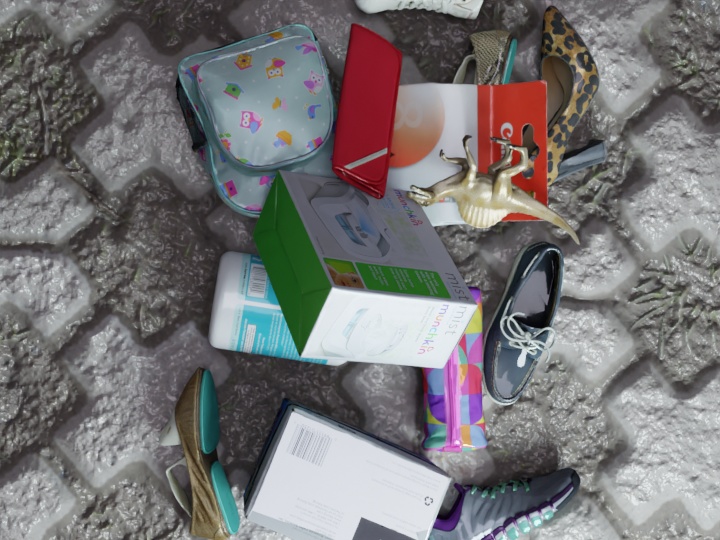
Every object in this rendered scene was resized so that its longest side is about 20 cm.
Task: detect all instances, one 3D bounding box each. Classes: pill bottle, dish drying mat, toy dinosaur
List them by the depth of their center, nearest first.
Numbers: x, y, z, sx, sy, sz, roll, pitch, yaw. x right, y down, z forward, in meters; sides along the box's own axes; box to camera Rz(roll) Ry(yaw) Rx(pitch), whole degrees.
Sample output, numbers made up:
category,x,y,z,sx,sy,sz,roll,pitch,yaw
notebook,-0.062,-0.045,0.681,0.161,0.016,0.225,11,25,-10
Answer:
category,x,y,z,sx,sy,sz,roll,pitch,yaw
dish drying mat,0.009,-0.180,1.249,0.076,0.018,0.202,25,57,-29
toy dinosaur,0.152,-0.094,1.251,0.198,0.058,0.102,11,104,-1
pill bottle,-0.069,0.047,1.281,0.198,0.111,0.112,10,89,-7

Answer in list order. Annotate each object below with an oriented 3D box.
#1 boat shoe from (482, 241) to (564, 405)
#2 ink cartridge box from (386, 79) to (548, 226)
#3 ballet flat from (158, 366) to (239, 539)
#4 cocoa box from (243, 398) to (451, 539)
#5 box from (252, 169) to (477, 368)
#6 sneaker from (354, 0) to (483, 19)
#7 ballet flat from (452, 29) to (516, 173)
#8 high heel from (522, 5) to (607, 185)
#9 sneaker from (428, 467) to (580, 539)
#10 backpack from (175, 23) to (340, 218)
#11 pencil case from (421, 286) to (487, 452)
category,x,y,z,sx,sy,sz,roll,pitch,yaw
boat shoe,0.198,0.064,1.339,0.074,0.062,0.202,22,88,-9
ink cartridge box,0.112,-0.133,1.287,0.198,0.050,0.164,0,90,29
ballet flat,-0.192,0.215,1.297,0.072,0.068,0.202,-9,95,12
cocoa box,-0.020,0.246,1.276,0.198,0.131,0.134,24,87,-7
box,0.000,0.000,1.189,0.175,0.201,0.097,7,126,-28
sneaker,0.094,-0.328,1.319,0.198,0.073,0.085,-22,90,-8
ballet flat,0.141,-0.185,1.335,0.074,0.068,0.202,5,90,13
high heel,0.211,-0.200,1.321,0.142,0.071,0.202,-21,101,-25
sneaker,0.163,0.274,1.331,0.199,0.074,0.088,-32,89,-5
backpack,-0.103,-0.160,1.259,0.174,0.153,0.202,-19,99,-12
pencil case,0.106,0.113,1.317,0.087,0.088,0.202,-4,91,-7
